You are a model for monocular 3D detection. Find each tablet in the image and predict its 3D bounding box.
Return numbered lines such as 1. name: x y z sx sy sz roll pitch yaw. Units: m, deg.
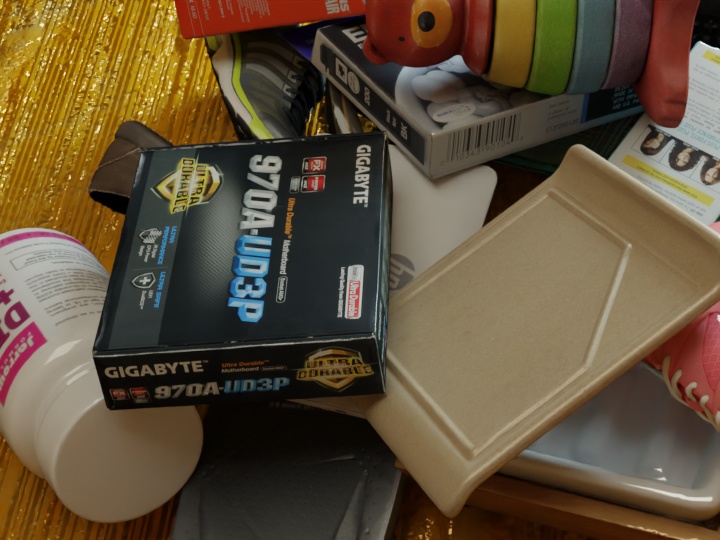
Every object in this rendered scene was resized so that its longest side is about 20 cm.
1. tablet: 0.000 0.000 1.023 0.130 0.014 0.200 12 57 13

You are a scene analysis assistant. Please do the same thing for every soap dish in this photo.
1. soap dish: 0.142 0.082 0.947 0.200 0.081 0.158 12 55 26

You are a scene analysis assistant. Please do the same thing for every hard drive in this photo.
1. hard drive: -0.034 0.122 0.986 0.135 0.042 0.200 2 56 20

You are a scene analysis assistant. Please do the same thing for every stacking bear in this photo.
1. stacking bear: 0.101 -0.163 1.034 0.199 0.122 0.114 2 25 -2

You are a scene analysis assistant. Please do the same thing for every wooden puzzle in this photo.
1. wooden puzzle: 0.090 0.030 0.900 0.200 0.037 0.185 -41 30 -2

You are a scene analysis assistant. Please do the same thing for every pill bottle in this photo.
1. pill bottle: -0.180 0.063 1.027 0.113 0.113 0.200 -33 39 -12

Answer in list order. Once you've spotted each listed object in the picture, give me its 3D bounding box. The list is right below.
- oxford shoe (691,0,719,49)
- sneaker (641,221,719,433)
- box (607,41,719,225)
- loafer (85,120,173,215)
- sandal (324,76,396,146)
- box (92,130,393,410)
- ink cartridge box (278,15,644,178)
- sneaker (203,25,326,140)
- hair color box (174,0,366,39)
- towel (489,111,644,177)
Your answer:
1. oxford shoe: 0.307 -0.174 1.129 0.200 0.073 0.084 21 40 22
2. sneaker: 0.193 0.055 0.866 0.087 0.074 0.200 -18 42 21
3. box: 0.203 -0.054 1.059 0.082 0.049 0.200 30 63 21
4. loafer: -0.115 -0.030 1.122 0.071 0.073 0.200 -50 50 -8
5. sandal: 0.012 -0.070 1.129 0.054 0.082 0.200 -8 44 -13
6. box: -0.063 -0.004 0.967 0.159 0.046 0.200 -3 39 6
7. ink cartridge box: 0.075 -0.154 1.136 0.198 0.043 0.200 -19 44 -27
8. sneaker: -0.059 -0.130 1.199 0.081 0.074 0.200 -21 44 -2
9. hair color box: -0.026 -0.212 1.165 0.200 0.064 0.111 -2 16 38
10. towel: 0.135 -0.127 1.175 0.200 0.022 0.147 18 58 30
